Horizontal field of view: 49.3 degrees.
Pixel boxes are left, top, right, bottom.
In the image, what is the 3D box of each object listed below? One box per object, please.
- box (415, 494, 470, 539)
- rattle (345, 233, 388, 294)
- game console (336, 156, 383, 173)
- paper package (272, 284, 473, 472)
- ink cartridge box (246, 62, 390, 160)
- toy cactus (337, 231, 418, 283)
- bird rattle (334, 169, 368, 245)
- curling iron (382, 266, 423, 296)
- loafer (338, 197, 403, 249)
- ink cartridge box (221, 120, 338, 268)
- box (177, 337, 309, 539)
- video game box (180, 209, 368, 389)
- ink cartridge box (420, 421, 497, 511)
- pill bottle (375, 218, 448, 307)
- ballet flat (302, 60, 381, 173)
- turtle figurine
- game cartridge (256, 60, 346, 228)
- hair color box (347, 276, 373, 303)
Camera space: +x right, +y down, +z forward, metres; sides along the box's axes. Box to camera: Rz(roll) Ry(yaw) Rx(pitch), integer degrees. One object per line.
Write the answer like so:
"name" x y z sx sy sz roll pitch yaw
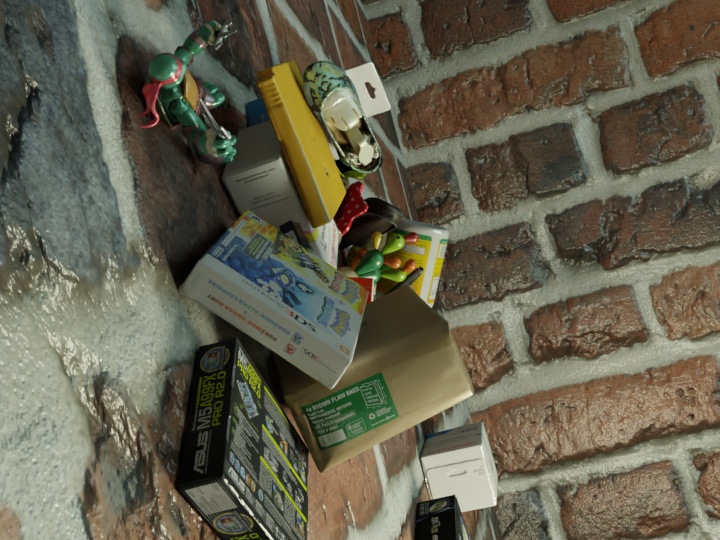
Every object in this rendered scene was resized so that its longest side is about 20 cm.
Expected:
"box" 0.177 0.580 1.548 0.164 0.086 0.201 -71 144 -72
"rattle" 0.067 0.020 1.527 0.200 0.130 0.143 50 -10 -11
"game console" -0.055 -0.281 1.414 0.200 0.175 0.117 50 51 -36
"paper package" 0.010 0.117 0.924 0.191 0.199 0.104 -133 -161 -75
"ink cartridge box" -0.056 -0.223 1.176 0.116 0.199 0.067 57 20 -57
"toy cactus" 0.000 0.000 1.337 0.164 0.200 0.103 -15 74 -40
"bird rattle" -0.035 -0.104 1.345 0.200 0.112 0.164 -108 -154 -54
"curling iron" 0.049 0.059 1.389 0.025 0.200 0.050 33 34 -19
"loafer" 0.008 -0.073 1.405 0.073 0.200 0.072 28 69 -21
"ink cartridge box" -0.101 -0.085 1.062 0.145 0.083 0.201 -90 161 -57
"box" -0.105 0.192 0.768 0.161 0.044 0.201 -94 165 -48
"video game box" -0.082 0.023 0.857 0.182 0.047 0.200 36 19 -7
"ink cartridge box" 0.235 0.464 1.844 0.200 0.146 0.146 -20 95 -79
"pill bottle" 0.089 0.011 1.450 0.113 0.112 0.201 -31 133 -79
"ballet flat" -0.016 -0.205 1.084 0.200 0.074 0.075 53 24 -54
"turtle figurine" -0.172 -0.183 0.807 0.200 0.100 0.151 104 -12 -81
"game cartridge" -0.076 -0.171 1.026 0.176 0.032 0.201 -73 142 -72
"hair color box" -0.016 0.120 1.089 0.111 0.063 0.201 90 2 -72
